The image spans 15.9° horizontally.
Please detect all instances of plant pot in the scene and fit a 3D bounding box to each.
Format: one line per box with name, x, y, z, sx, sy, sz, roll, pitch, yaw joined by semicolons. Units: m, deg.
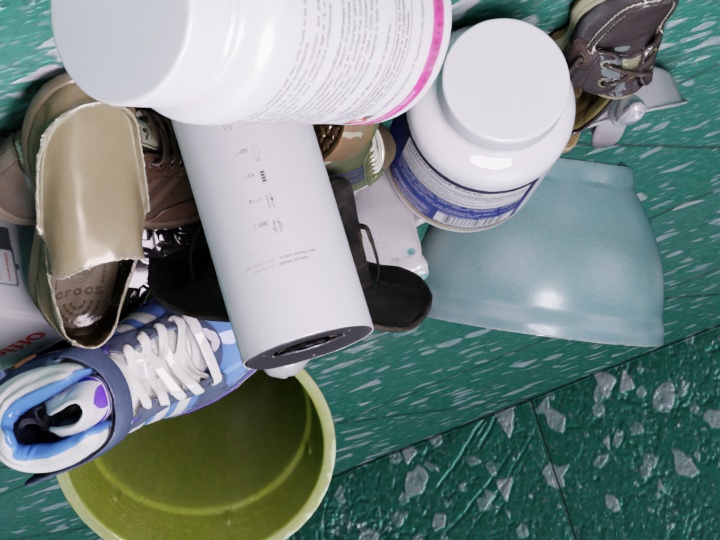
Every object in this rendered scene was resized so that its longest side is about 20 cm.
plant pot;0.140;-0.023;1.965;0.200;0.134;0.200;7;-178;0
plant pot;-0.121;0.082;1.889;0.200;0.200;0.190;-19;-153;7

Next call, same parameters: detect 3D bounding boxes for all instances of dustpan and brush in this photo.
dustpan and brush;0.186;-0.119;1.916;0.139;0.057;0.200;-15;170;-4

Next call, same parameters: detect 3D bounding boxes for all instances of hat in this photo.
hat;-0.042;-0.022;1.622;0.200;0.081;0.201;6;-167;-1

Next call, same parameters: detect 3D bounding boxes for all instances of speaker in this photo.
speaker;-0.057;-0.045;1.505;0.081;0.200;0.081;-17;168;-4

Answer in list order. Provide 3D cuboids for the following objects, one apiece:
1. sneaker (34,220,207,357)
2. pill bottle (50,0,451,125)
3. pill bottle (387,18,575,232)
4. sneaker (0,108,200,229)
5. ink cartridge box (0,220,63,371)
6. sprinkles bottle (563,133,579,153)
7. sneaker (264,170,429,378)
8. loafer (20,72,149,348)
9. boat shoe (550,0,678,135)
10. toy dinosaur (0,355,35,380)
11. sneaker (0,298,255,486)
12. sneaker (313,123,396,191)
sneaker;-0.156;-0.017;1.740;0.200;0.076;0.088;-52;-169;-2
pill bottle;-0.054;-0.130;1.308;0.113;0.113;0.200;-25;168;36
pill bottle;0.081;-0.099;1.706;0.111;0.111;0.200;-16;170;-9
sneaker;-0.141;-0.068;1.626;0.200;0.070;0.076;-11;163;-37
ink cartridge box;-0.300;0.011;1.640;0.147;0.083;0.200;-25;155;36
sprinkles bottle;0.067;-0.082;1.897;0.200;0.068;0.068;-26;167;38
sneaker;0.000;0.000;1.773;0.088;0.200;0.075;21;143;10
loafer;-0.160;-0.034;1.551;0.076;0.067;0.200;-15;136;-20
boat shoe;0.172;-0.147;1.734;0.073;0.065;0.200;-13;168;-15
toy dinosaur;-0.248;0.063;1.820;0.105;0.182;0.200;-21;-169;-7
sneaker;-0.142;0.072;1.624;0.200;0.081;0.146;-20;-170;2
sneaker;-0.014;-0.089;1.698;0.090;0.067;0.200;0;170;-25
